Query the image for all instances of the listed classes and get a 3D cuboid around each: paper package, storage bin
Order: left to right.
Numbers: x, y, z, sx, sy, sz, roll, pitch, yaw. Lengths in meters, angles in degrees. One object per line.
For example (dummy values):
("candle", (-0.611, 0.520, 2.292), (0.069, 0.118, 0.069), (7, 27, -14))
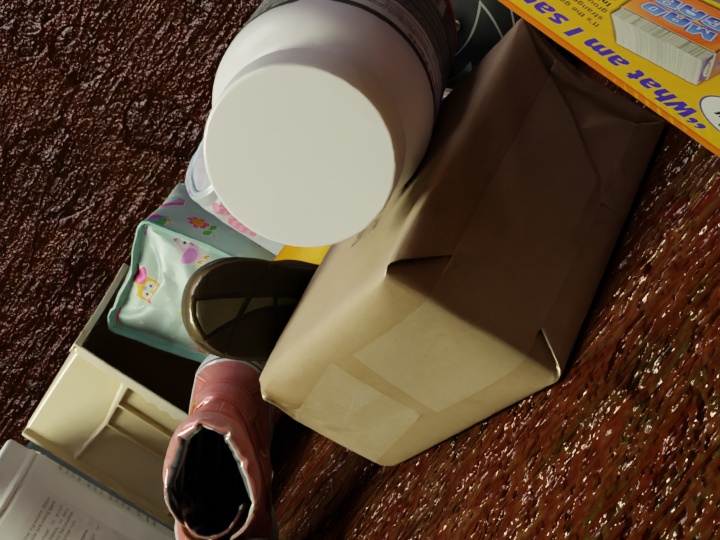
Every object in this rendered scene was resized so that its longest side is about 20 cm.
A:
("storage bin", (-0.159, 0.114, 1.094), (0.094, 0.199, 0.200), (-53, 10, 14))
("paper package", (0.051, -0.008, 0.726), (0.191, 0.103, 0.200), (-62, 10, -29))

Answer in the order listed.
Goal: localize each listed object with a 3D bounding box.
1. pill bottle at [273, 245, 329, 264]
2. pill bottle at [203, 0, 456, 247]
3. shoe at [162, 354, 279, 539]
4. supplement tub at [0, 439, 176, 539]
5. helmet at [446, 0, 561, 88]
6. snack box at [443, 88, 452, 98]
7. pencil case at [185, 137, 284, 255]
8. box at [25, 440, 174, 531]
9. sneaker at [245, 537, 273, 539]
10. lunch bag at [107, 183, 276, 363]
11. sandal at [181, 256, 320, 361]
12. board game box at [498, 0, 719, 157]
("pill bottle", (0.000, 0.000, 0.928), (0.200, 0.111, 0.111), (-54, 10, 18))
("pill bottle", (-0.014, -0.099, 0.690), (0.116, 0.116, 0.200), (-52, 9, 29))
("shoe", (-0.092, 0.155, 0.823), (0.091, 0.071, 0.200), (-72, -11, -63))
("supplement tub", (-0.209, 0.229, 0.957), (0.132, 0.200, 0.132), (-55, 9, 13))
("helmet", (0.087, -0.233, 1.027), (0.200, 0.191, 0.200), (-43, -31, -34))
("snack box", (0.034, -0.120, 0.914), (0.072, 0.200, 0.024), (-109, 26, -79))
("pencil case", (-0.039, -0.049, 1.009), (0.091, 0.200, 0.083), (-52, 30, 7))
("box", (-0.239, 0.219, 1.205), (0.200, 0.182, 0.104), (-49, 12, 39))
("sneaker", (-0.102, 0.239, 0.811), (0.200, 0.079, 0.095), (-53, -1, 14))
("lunch bag", (-0.090, 0.018, 1.087), (0.170, 0.200, 0.122), (-80, 11, -74))
("sandal", (-0.043, 0.035, 0.820), (0.055, 0.200, 0.082), (-1, 82, 43))
("board game box", (0.159, -0.188, 0.470), (0.200, 0.200, 0.200), (-60, 10, -15))
